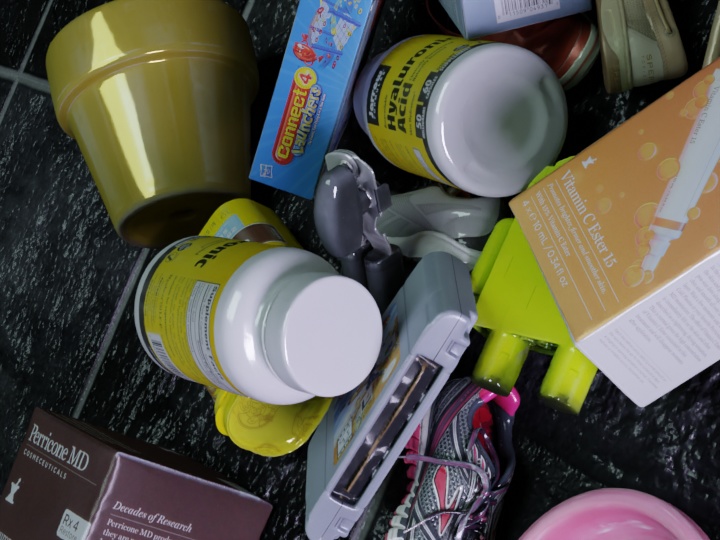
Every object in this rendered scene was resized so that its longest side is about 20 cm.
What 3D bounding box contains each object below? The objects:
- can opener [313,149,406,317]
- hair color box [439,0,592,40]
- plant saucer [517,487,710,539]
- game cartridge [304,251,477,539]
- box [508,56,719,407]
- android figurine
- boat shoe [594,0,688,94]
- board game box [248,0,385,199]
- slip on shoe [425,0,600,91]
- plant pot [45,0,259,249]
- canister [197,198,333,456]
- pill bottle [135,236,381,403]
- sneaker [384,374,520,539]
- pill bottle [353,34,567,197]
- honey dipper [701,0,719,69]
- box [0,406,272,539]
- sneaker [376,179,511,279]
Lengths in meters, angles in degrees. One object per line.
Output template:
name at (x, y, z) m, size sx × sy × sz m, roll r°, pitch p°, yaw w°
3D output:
can opener at (0.000, 0.000, 1.180) m, size 0.066 × 0.201 × 0.052 m, roll -35°, pitch 39°, yaw -29°
hair color box at (0.101, -0.250, 1.213) m, size 0.098 × 0.061 × 0.200 m, roll -14°, pitch 30°, yaw -4°
plant saucer at (0.154, 0.236, 0.958) m, size 0.200 × 0.051 × 0.202 m, roll -29°, pitch 50°, yaw 41°
game cartridge at (0.017, 0.086, 1.121) m, size 0.201 × 0.041 × 0.133 m, roll -59°, pitch 15°, yaw 18°
box at (0.211, -0.032, 0.953) m, size 0.199 × 0.097 × 0.125 m, roll -35°, pitch 47°, yaw 15°
android figurine at (0.152, -0.001, 1.080) m, size 0.181 × 0.041 × 0.201 m, roll 9°, pitch 68°, yaw 45°
boat shoe at (0.201, -0.215, 1.145) m, size 0.064 × 0.071 × 0.201 m, roll -7°, pitch 59°, yaw 10°
board game box at (-0.023, -0.185, 1.287) m, size 0.200 × 0.056 × 0.197 m, roll -72°, pitch 0°, yaw -68°
slip on shoe at (0.116, -0.190, 1.233) m, size 0.074 × 0.061 × 0.200 m, roll -60°, pitch 38°, yaw 6°
plant pot at (-0.185, -0.131, 1.488) m, size 0.200 × 0.200 × 0.190 m, roll -30°, pitch 65°, yaw 39°
canister at (-0.088, 0.043, 1.344) m, size 0.149 × 0.086 × 0.200 m, roll -57°, pitch 35°, yaw 12°
pill bottle at (-0.074, 0.036, 1.140) m, size 0.199 × 0.111 × 0.112 m, roll 9°, pitch 78°, yaw 55°
sneaker at (0.067, 0.164, 1.084) m, size 0.074 × 0.080 × 0.201 m, roll -22°, pitch 54°, yaw 40°
pill bottle at (0.067, -0.124, 1.205) m, size 0.112 × 0.111 × 0.200 m, roll -66°, pitch 24°, yaw 1°
honey dipper at (0.251, -0.173, 1.078) m, size 0.038 × 0.038 × 0.201 m, roll 4°, pitch 78°, yaw 52°
box at (-0.210, 0.247, 1.317) m, size 0.165 × 0.164 × 0.201 m, roll 14°, pitch 82°, yaw 54°
sneaker at (0.044, -0.033, 1.239) m, size 0.199 × 0.074 × 0.080 m, roll 13°, pitch 72°, yaw 47°
